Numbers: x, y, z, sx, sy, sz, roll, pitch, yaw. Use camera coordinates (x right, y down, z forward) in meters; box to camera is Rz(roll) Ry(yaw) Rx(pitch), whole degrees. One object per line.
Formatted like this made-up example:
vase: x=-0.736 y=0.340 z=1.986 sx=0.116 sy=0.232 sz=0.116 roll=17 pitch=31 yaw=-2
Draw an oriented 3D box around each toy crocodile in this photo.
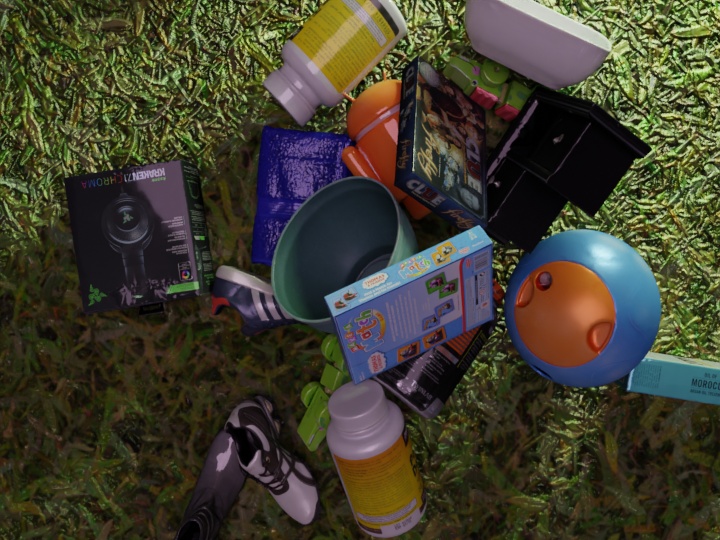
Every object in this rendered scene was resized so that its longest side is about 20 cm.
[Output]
toy crocodile: x=0.204 y=-0.236 z=1.016 sx=0.197 sy=0.067 sz=0.063 roll=25 pitch=78 yaw=-10
toy crocodile: x=-0.032 y=0.160 z=1.050 sx=0.061 sy=0.067 sz=0.203 roll=21 pitch=95 yaw=-35

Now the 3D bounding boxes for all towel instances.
towel: x=-0.081 y=-0.100 z=1.056 sx=0.144 sy=0.050 sz=0.205 roll=5 pitch=92 yaw=2

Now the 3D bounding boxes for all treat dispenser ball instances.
treat dispenser ball: x=0.287 y=0.049 z=0.967 sx=0.196 sy=0.201 sz=0.206 roll=0 pitch=91 yaw=3

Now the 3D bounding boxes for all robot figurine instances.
robot figurine: x=0.057 y=-0.174 z=1.017 sx=0.142 sy=0.117 sz=0.202 roll=-32 pitch=91 yaw=20

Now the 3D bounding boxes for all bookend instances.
bookend: x=0.225 y=-0.109 z=0.918 sx=0.091 sy=0.199 sz=0.202 roll=30 pitch=104 yaw=-14

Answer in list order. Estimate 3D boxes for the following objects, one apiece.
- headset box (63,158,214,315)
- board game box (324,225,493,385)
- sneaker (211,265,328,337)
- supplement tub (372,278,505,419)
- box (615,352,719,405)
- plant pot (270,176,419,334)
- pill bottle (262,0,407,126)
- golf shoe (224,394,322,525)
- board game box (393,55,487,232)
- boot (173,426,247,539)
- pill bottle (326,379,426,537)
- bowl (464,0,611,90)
headset box: x=-0.308 y=-0.040 z=1.047 sx=0.170 sy=0.093 sz=0.205 roll=-7 pitch=92 yaw=3
board game box: x=0.064 y=0.046 z=0.875 sx=0.197 sy=0.153 sz=0.037 roll=-25 pitch=52 yaw=-9
sneaker: x=-0.122 y=0.062 z=1.053 sx=0.196 sy=0.075 sz=0.086 roll=19 pitch=91 yaw=12
supplement tub: x=0.105 y=0.088 z=1.008 sx=0.122 sy=0.123 sz=0.202 roll=36 pitch=82 yaw=1
box: x=0.456 y=0.150 z=1.022 sx=0.195 sy=0.082 sz=0.050 roll=9 pitch=93 yaw=3
plant pot: x=0.000 y=0.000 z=0.967 sx=0.197 sy=0.134 sz=0.204 roll=-20 pitch=53 yaw=28
pill bottle: x=-0.039 y=-0.299 z=1.018 sx=0.111 sy=0.111 sz=0.200 roll=45 pitch=92 yaw=1
golf shoe: x=-0.130 y=0.280 z=1.039 sx=0.077 sy=0.094 sz=0.202 roll=-33 pitch=87 yaw=27
board game box: x=0.106 y=-0.160 z=0.945 sx=0.134 sy=0.034 sz=0.203 roll=29 pitch=49 yaw=-31
boot: x=-0.212 y=0.329 z=1.032 sx=0.068 sy=0.132 sz=0.204 roll=16 pitch=92 yaw=3
pill bottle: x=0.019 y=0.251 z=0.997 sx=0.107 sy=0.110 sz=0.203 roll=-16 pitch=117 yaw=3
bowl: x=0.224 y=-0.309 z=0.977 sx=0.197 sy=0.201 sz=0.076 roll=26 pitch=119 yaw=2
